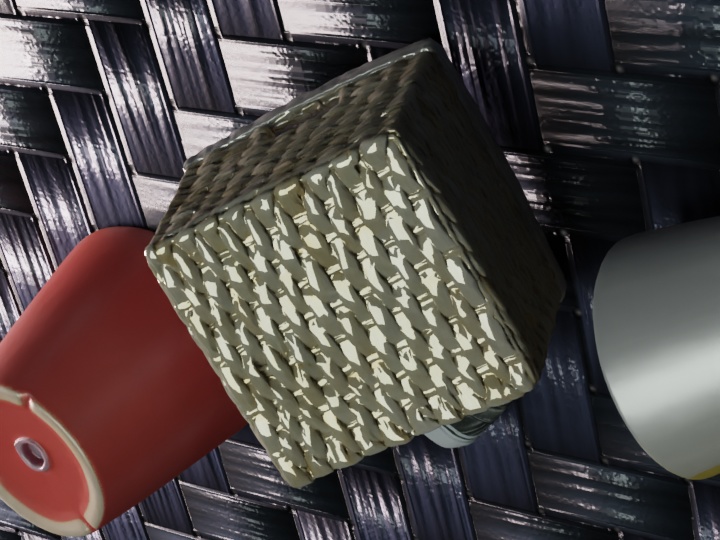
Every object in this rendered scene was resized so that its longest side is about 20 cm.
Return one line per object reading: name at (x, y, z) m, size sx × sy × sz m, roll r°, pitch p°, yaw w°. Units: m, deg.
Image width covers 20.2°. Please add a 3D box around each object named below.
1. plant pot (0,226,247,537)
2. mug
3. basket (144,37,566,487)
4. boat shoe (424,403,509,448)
plant pot at (-0.197, 0.093, 1.540) m, size 0.199 × 0.177 × 0.202 m, roll 22°, pitch 134°, yaw 25°
mug at (0.248, 0.028, 1.166) m, size 0.152 × 0.186 × 0.151 m, roll -23°, pitch 74°, yaw 39°
basket at (0.000, 0.000, 1.259) m, size 0.197 × 0.161 × 0.201 m, roll -24°, pitch 109°, yaw 20°
boat shoe at (0.025, 0.036, 1.398) m, size 0.200 × 0.072 × 0.071 m, roll 41°, pitch 132°, yaw -11°
